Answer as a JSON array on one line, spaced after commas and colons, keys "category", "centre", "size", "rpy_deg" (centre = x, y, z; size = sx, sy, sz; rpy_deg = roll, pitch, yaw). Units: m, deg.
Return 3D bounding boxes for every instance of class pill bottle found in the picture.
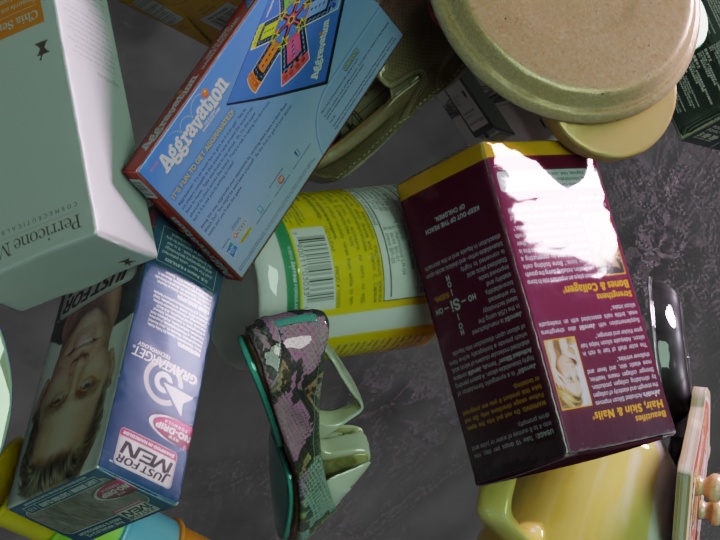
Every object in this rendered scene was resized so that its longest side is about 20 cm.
[{"category": "pill bottle", "centre": [0.000, 0.000, 1.158], "size": [0.198, 0.113, 0.114], "rpy_deg": [-7, 88, -28]}]

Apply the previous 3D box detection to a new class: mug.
[{"category": "mug", "centre": [0.156, 0.175, 1.197], "size": [0.148, 0.187, 0.154], "rpy_deg": [18, 64, 8]}]

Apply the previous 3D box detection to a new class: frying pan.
[{"category": "frying pan", "centre": [0.229, 0.095, 1.265], "size": [0.031, 0.115, 0.192], "rpy_deg": [-8, 61, 12]}]

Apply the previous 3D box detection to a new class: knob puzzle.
[{"category": "knob puzzle", "centre": [0.249, 0.176, 1.251], "size": [0.030, 0.220, 0.222], "rpy_deg": [5, 80, 15]}]

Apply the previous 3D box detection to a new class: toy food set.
[{"category": "toy food set", "centre": [0.133, -0.182, 1.114], "size": [0.199, 0.049, 0.199], "rpy_deg": [27, 65, -7]}]

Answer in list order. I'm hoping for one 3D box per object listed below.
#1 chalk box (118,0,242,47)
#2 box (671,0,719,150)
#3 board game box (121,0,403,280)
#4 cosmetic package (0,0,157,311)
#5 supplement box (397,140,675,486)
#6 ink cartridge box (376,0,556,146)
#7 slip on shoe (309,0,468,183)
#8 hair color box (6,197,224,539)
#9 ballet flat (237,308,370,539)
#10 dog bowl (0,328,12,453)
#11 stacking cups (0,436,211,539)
[{"category": "chalk box", "centre": [-0.086, -0.267, 1.134], "size": [0.123, 0.124, 0.202], "rpy_deg": [23, 74, -25]}, {"category": "box", "centre": [0.255, -0.196, 1.262], "size": [0.163, 0.086, 0.202], "rpy_deg": [3, 62, -60]}, {"category": "board game box", "centre": [-0.056, -0.105, 1.059], "size": [0.103, 0.019, 0.201], "rpy_deg": [48, 65, -34]}, {"category": "cosmetic package", "centre": [-0.197, -0.090, 1.031], "size": [0.071, 0.101, 0.202], "rpy_deg": [27, 46, -64]}, {"category": "supplement box", "centre": [0.111, 0.024, 1.098], "size": [0.110, 0.085, 0.202], "rpy_deg": [-5, 76, -43]}, {"category": "ink cartridge box", "centre": [0.120, -0.173, 1.256], "size": [0.146, 0.084, 0.201], "rpy_deg": [-41, 104, -26]}, {"category": "slip on shoe", "centre": [0.018, -0.140, 1.154], "size": [0.200, 0.061, 0.076], "rpy_deg": [-44, 79, 15]}, {"category": "hair color box", "centre": [-0.143, 0.053, 1.047], "size": [0.060, 0.100, 0.202], "rpy_deg": [30, 52, -31]}, {"category": "ballet flat", "centre": [-0.031, 0.102, 1.102], "size": [0.070, 0.069, 0.201], "rpy_deg": [-15, 134, -9]}, {"category": "dog bowl", "centre": [-0.307, 0.072, 1.006], "size": [0.198, 0.079, 0.202], "rpy_deg": [3, 83, -28]}, {"category": "stacking cups", "centre": [-0.141, 0.172, 1.094], "size": [0.199, 0.060, 0.061], "rpy_deg": [28, 72, -22]}]
